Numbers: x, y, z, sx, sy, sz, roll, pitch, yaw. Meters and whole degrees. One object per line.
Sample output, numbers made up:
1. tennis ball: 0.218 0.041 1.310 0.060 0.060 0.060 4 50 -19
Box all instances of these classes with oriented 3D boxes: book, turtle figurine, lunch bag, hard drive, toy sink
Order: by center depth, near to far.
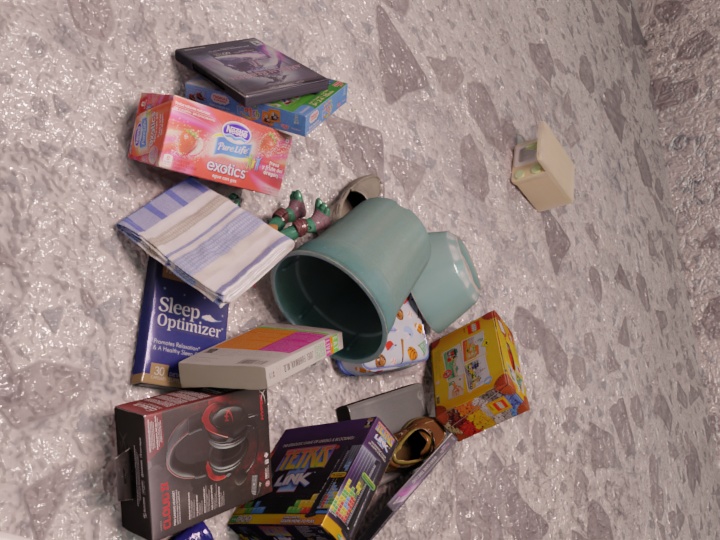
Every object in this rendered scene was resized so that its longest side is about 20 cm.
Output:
1. book: -0.125 0.113 0.863 0.200 0.133 0.048 -16 102 -63
2. turtle figurine: -0.149 -0.058 0.966 0.199 0.101 0.150 -29 55 -35
3. hard drive: 0.050 0.282 1.109 0.199 0.033 0.141 -5 81 -48
4. lunch bag: 0.034 0.098 1.125 0.199 0.075 0.162 0 72 -48
5. toy sink: 0.472 -0.271 1.697 0.200 0.111 0.131 38 51 -39

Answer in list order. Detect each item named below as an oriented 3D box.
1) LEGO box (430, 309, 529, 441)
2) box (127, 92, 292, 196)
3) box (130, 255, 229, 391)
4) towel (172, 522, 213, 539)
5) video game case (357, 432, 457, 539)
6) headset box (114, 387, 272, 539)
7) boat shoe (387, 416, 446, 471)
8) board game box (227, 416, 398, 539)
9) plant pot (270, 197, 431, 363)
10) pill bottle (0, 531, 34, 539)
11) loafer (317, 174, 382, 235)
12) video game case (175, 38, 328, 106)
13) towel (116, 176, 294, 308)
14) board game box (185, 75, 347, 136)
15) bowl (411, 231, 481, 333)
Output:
1. LEGO box: 0.213 0.189 1.184 0.077 0.148 0.201 48 25 -26
2. box: -0.210 -0.176 0.915 0.199 0.102 0.095 10 96 -44
3. box: -0.238 0.062 0.875 0.121 0.032 0.202 19 62 -42
4. towel: -0.233 0.415 0.752 0.200 0.049 0.148 -30 92 -47
5. video game case: 0.074 0.358 1.039 0.019 0.143 0.200 41 39 17
6. headset box: -0.210 0.227 0.795 0.199 0.075 0.150 -5 94 -48
7. boat shoe: 0.094 0.293 1.076 0.199 0.068 0.073 -12 84 -49
8. board game box: -0.064 0.284 0.860 0.057 0.199 0.166 51 45 -20
9. plant pot: 0.000 0.000 0.976 0.201 0.199 0.196 56 48 -17
10. pill bottle: -0.373 0.338 0.573 0.114 0.113 0.201 36 53 -34
11. loafer: -0.007 -0.118 1.156 0.070 0.069 0.200 55 44 -18
12. video game case: -0.163 -0.299 0.954 0.142 0.200 0.019 -23 135 -34
13. towel: -0.203 -0.046 0.853 0.199 0.024 0.147 33 51 17
14. board game box: -0.139 -0.270 0.978 0.151 0.199 0.037 -55 157 -50
15. bowl: 0.158 0.006 1.214 0.201 0.104 0.201 56 19 -31
